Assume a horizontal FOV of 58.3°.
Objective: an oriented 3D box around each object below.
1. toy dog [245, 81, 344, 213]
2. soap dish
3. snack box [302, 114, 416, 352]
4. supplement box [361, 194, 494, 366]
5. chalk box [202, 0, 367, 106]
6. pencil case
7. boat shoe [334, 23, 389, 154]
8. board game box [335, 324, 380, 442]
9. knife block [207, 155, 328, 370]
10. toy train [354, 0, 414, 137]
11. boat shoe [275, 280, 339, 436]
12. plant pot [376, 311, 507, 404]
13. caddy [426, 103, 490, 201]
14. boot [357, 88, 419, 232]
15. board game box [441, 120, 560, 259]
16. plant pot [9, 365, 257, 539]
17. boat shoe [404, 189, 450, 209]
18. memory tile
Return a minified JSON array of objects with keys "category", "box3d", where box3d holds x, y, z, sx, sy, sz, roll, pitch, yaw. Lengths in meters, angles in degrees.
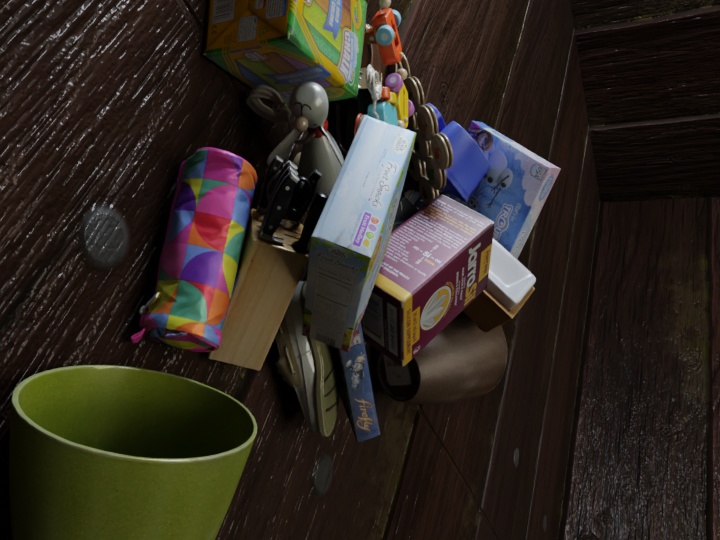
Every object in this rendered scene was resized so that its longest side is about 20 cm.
[{"category":"toy dog","box3d":[-0.060,-0.126,0.780,0.200,0.129,0.098,47,55,-50]},{"category":"soap dish","box3d":[0.208,0.013,1.094,0.082,0.157,0.199,-52,168,25]},{"category":"snack box","box3d":[-0.005,-0.034,0.708,0.201,0.066,0.171,100,9,-58]},{"category":"supplement box","box3d":[0.086,0.011,0.897,0.199,0.102,0.133,-39,142,-30]},{"category":"chalk box","box3d":[-0.071,-0.277,0.763,0.199,0.121,0.128,16,76,-60]},{"category":"pencil case","box3d":[-0.160,-0.019,0.643,0.088,0.087,0.205,39,56,-55]},{"category":"boat shoe","box3d":[-0.003,-0.263,0.946,0.071,0.074,0.205,-7,95,-59]},{"category":"board game box","box3d":[-0.018,0.108,0.880,0.136,0.034,0.205,-125,-156,-70]},{"category":"knife block","box3d":[-0.094,-0.008,0.672,0.063,0.175,0.205,16,72,-19]},{"category":"toy train","box3d":[0.020,-0.234,0.799,0.202,0.054,0.152,-74,152,-46]},{"category":"boat shoe","box3d":[-0.071,0.112,0.824,0.075,0.067,0.205,-35,121,-71]},{"category":"plant pot","box3d":[0.121,0.149,1.099,0.198,0.184,0.192,-11,100,-48]},{"category":"caddy","box3d":[0.142,-0.199,1.147,0.105,0.141,0.199,-49,147,5]},{"category":"boot","box3d":[0.049,-0.157,0.947,0.164,0.064,0.205,-17,102,-68]},{"category":"board game box","box3d":[0.246,-0.144,1.209,0.043,0.199,0.203,-5,125,-43]},{"category":"plant pot","box3d":[-0.194,0.204,0.513,0.186,0.184,0.205,4,102,-61]},{"category":"boat shoe","box3d":[0.100,-0.063,1.117,0.075,0.091,0.203,57,42,-44]},{"category":"memory tile","box3d":[0.080,-0.207,0.964,0.154,0.016,0.203,103,-33,-64]}]
